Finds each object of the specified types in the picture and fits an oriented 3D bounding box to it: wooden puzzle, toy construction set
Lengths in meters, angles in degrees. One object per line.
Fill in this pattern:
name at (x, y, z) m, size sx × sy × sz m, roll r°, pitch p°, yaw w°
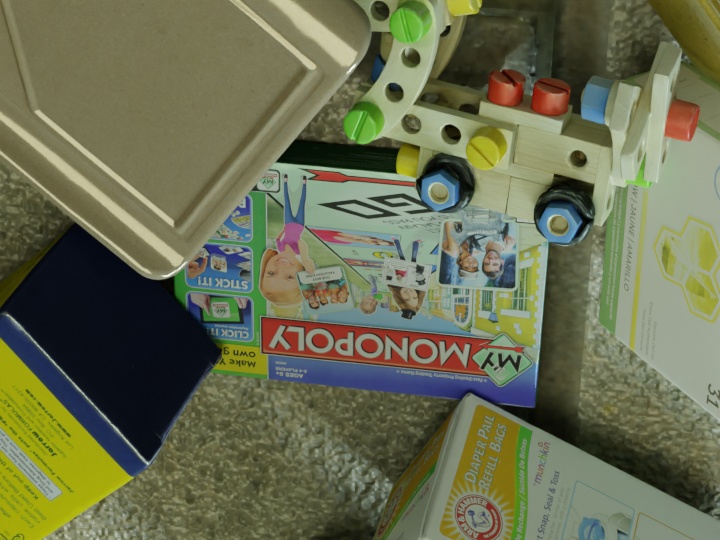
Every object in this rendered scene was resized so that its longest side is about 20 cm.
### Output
wooden puzzle at (-0.113, -0.112, 0.964) m, size 0.185 × 0.037 × 0.200 m, roll 39°, pitch 128°, yaw -6°
toy construction set at (0.072, -0.084, 0.939) m, size 0.199 × 0.092 × 0.132 m, roll 24°, pitch 123°, yaw 29°

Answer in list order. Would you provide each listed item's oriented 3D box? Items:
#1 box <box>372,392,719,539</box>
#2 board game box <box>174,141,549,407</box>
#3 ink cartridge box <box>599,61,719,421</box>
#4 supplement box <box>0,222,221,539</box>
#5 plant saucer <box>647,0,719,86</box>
box at (0.109, 0.173, 1.078) m, size 0.199 × 0.102 × 0.113 m, roll 28°, pitch 138°, yaw -7°
board game box at (0.000, 0.000, 1.053) m, size 0.198 × 0.029 × 0.136 m, roll 5°, pitch 120°, yaw 7°
ink cartridge box at (0.194, 0.008, 0.935) m, size 0.048 × 0.200 × 0.147 m, roll -18°, pitch 128°, yaw -26°
supplement box at (-0.190, 0.079, 1.068) m, size 0.199 × 0.109 × 0.110 m, roll -34°, pitch 104°, yaw 33°
plant saucer at (0.200, -0.182, 0.899) m, size 0.199 × 0.049 × 0.200 m, roll -31°, pitch 111°, yaw 25°
